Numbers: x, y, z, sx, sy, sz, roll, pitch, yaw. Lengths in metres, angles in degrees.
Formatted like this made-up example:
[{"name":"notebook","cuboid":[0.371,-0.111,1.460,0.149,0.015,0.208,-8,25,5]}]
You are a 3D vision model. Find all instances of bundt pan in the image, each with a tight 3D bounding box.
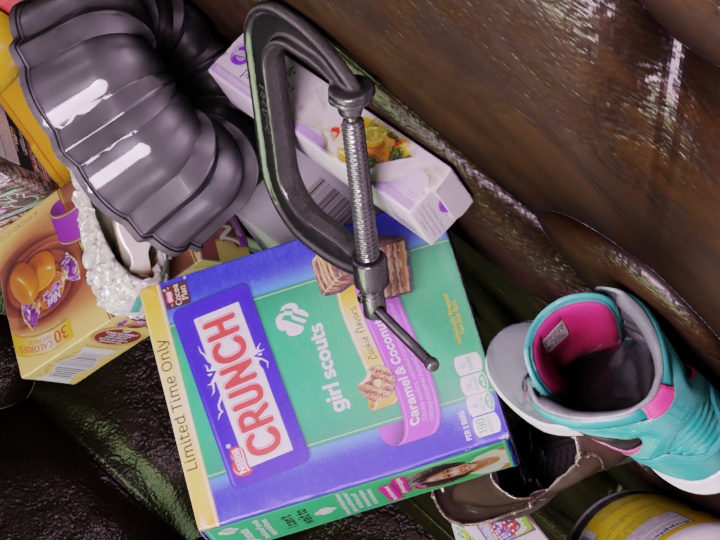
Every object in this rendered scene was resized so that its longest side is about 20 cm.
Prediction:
[{"name":"bundt pan","cuboid":[-0.133,-0.114,1.555,0.202,0.076,0.202,47,-157,-27]}]

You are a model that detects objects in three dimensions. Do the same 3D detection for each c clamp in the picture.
[{"name":"c clamp","cuboid":[-0.012,-0.059,1.424,0.171,0.027,0.200,35,143,48]}]

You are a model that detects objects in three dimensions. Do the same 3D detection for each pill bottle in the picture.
[{"name":"pill bottle","cuboid":[0.223,0.221,1.660,0.114,0.114,0.200,45,172,-16]}]

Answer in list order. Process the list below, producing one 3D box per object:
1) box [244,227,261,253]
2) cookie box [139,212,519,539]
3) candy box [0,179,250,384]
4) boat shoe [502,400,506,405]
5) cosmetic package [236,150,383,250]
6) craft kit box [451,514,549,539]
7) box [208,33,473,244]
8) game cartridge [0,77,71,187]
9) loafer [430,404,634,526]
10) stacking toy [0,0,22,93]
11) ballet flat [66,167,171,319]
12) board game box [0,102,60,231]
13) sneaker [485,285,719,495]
[{"name":"box","cuboid":[-0.091,-0.017,1.814,0.110,0.035,0.200,-12,156,38]},{"name":"cookie box","cuboid":[-0.021,0.067,1.521,0.075,0.200,0.171,65,-172,-67]},{"name":"candy box","cuboid":[-0.171,-0.013,1.711,0.056,0.200,0.117,8,-121,-46]},{"name":"boat shoe","cuboid":[0.073,0.091,1.680,0.202,0.075,0.075,21,-162,-17]},{"name":"cosmetic package","cuboid":[0.000,0.000,1.696,0.113,0.081,0.200,41,171,28]},{"name":"craft kit box","cuboid":[0.144,0.257,1.700,0.198,0.049,0.200,51,169,29]},{"name":"box","cuboid":[-0.014,-0.083,1.478,0.200,0.039,0.041,36,168,39]},{"name":"game cartridge","cuboid":[-0.243,-0.161,1.820,0.176,0.032,0.200,-94,-19,-49]},{"name":"loafer","cuboid":[0.102,0.118,1.569,0.200,0.071,0.073,-35,74,48]},{"name":"stacking toy","cuboid":[-0.258,-0.157,1.590,0.146,0.146,0.200,52,-148,-48]},{"name":"ballet flat","cuboid":[-0.161,-0.068,1.622,0.072,0.072,0.200,89,168,-79]},{"name":"board game box","cuboid":[-0.294,-0.115,1.820,0.200,0.097,0.159,25,-134,-70]},{"name":"sneaker","cuboid":[0.121,0.054,1.370,0.200,0.084,0.121,22,165,47]}]
